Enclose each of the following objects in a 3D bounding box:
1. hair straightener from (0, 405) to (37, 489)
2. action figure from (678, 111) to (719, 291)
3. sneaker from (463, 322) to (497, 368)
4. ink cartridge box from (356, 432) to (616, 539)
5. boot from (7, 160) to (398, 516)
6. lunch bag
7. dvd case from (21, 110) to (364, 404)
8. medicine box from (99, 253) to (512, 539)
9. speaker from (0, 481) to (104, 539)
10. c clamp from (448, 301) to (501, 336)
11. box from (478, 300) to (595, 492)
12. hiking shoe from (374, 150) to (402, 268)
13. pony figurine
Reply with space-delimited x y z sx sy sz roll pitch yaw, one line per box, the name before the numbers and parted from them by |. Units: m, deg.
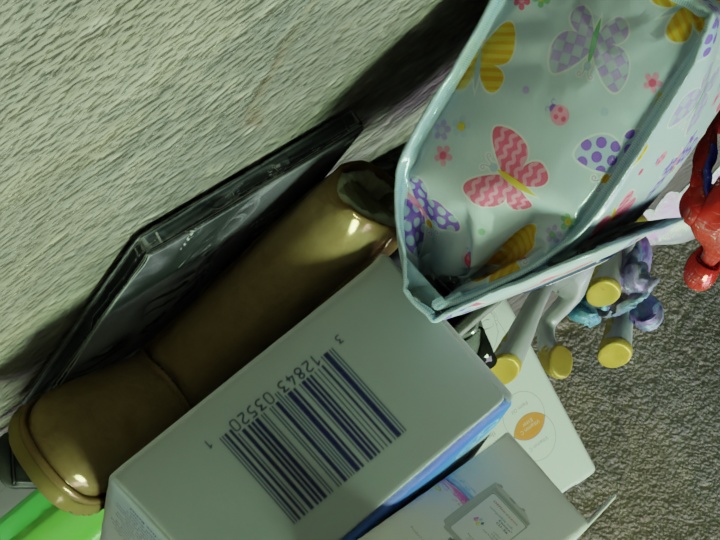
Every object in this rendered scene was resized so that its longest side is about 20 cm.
hair straightener | -0.115 0.110 1.345 0.199 0.041 0.077 2 150 -29
action figure | 0.224 -0.081 1.257 0.201 0.065 0.099 -63 179 17
sneaker | 0.024 0.064 1.494 0.075 0.115 0.201 69 35 -60
ink cartridge box | 0.036 0.158 1.194 0.200 0.068 0.117 -27 162 -52
boot | -0.073 0.028 1.195 0.200 0.066 0.175 -42 178 18
lunch bag | 0.106 -0.066 1.179 0.200 0.127 0.170 -57 167 14
dvd case | -0.090 0.000 1.223 0.148 0.016 0.200 -33 172 -35
medicine box | -0.035 0.112 1.222 0.182 0.103 0.200 -39 169 -19
speaker | -0.196 0.156 1.417 0.200 0.089 0.088 -39 173 10
c clamp | 0.027 0.028 1.429 0.200 0.027 0.171 -42 -158 -11
box | 0.043 0.097 1.669 0.152 0.201 0.106 -33 -168 -25
hiking shoe | 0.000 0.000 1.379 0.200 0.076 0.101 -32 164 -44
pony figurine | 0.163 -0.028 1.592 0.193 0.166 0.200 -40 -155 36
